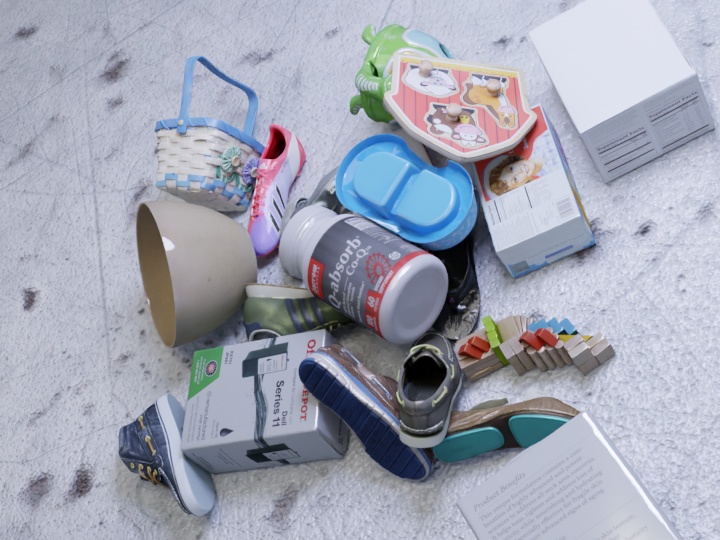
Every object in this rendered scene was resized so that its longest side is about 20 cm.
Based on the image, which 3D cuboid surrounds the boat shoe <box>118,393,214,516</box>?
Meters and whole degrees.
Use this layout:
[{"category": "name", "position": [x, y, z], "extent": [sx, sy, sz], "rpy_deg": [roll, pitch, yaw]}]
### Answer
[{"category": "boat shoe", "position": [-0.254, 0.257, 1.602], "extent": [0.091, 0.071, 0.201], "rpy_deg": [-35, 42, 6]}]

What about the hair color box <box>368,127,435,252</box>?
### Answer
[{"category": "hair color box", "position": [0.063, -0.091, 1.649], "extent": [0.110, 0.064, 0.201], "rpy_deg": [-28, 48, 8]}]

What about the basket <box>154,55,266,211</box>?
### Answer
[{"category": "basket", "position": [-0.213, -0.194, 1.811], "extent": [0.138, 0.176, 0.201], "rpy_deg": [-2, 77, 29]}]

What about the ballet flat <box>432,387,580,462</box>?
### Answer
[{"category": "ballet flat", "position": [0.175, 0.172, 1.416], "extent": [0.199, 0.068, 0.073], "rpy_deg": [-15, 35, 26]}]

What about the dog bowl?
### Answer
[{"category": "dog bowl", "position": [0.060, -0.093, 1.529], "extent": [0.199, 0.050, 0.112], "rpy_deg": [29, 82, 33]}]

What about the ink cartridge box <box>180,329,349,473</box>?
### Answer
[{"category": "ink cartridge box", "position": [-0.117, 0.167, 1.567], "extent": [0.199, 0.083, 0.147], "rpy_deg": [-11, 55, 23]}]

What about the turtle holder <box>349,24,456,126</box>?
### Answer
[{"category": "turtle holder", "position": [0.064, -0.269, 1.692], "extent": [0.131, 0.185, 0.142], "rpy_deg": [17, 82, 19]}]

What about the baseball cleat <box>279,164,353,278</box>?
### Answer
[{"category": "baseball cleat", "position": [-0.062, -0.086, 1.672], "extent": [0.200, 0.069, 0.107], "rpy_deg": [-54, 37, 27]}]

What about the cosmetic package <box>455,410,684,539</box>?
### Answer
[{"category": "cosmetic package", "position": [0.232, 0.286, 1.229], "extent": [0.167, 0.166, 0.200], "rpy_deg": [-35, 49, 4]}]

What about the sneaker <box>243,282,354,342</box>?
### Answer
[{"category": "sneaker", "position": [-0.065, 0.070, 1.623], "extent": [0.199, 0.067, 0.091], "rpy_deg": [5, 84, 21]}]

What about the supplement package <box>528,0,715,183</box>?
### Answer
[{"category": "supplement package", "position": [0.328, -0.244, 1.565], "extent": [0.155, 0.111, 0.201], "rpy_deg": [-27, 49, 12]}]

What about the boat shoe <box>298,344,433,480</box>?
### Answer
[{"category": "boat shoe", "position": [0.020, 0.160, 1.469], "extent": [0.200, 0.072, 0.072], "rpy_deg": [46, 45, 7]}]

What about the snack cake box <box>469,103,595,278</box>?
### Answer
[{"category": "snack cake box", "position": [0.211, -0.103, 1.568], "extent": [0.114, 0.067, 0.201], "rpy_deg": [-24, 51, 16]}]

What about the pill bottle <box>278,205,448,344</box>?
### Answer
[{"category": "pill bottle", "position": [0.000, 0.000, 1.515], "extent": [0.199, 0.116, 0.116], "rpy_deg": [29, 76, 36]}]

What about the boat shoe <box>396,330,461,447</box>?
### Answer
[{"category": "boat shoe", "position": [0.080, 0.124, 1.449], "extent": [0.072, 0.061, 0.202], "rpy_deg": [0, 30, 9]}]

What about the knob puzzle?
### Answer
[{"category": "knob puzzle", "position": [0.128, -0.210, 1.552], "extent": [0.218, 0.031, 0.220], "rpy_deg": [6, 45, -6]}]

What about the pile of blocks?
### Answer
[{"category": "pile of blocks", "position": [0.197, 0.078, 1.458], "extent": [0.199, 0.062, 0.083], "rpy_deg": [-6, 57, 27]}]

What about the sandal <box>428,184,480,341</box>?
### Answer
[{"category": "sandal", "position": [0.111, -0.014, 1.531], "extent": [0.075, 0.048, 0.202], "rpy_deg": [0, 85, 11]}]

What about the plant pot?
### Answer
[{"category": "plant pot", "position": [-0.218, -0.006, 1.694], "extent": [0.134, 0.201, 0.201], "rpy_deg": [-12, 45, -21]}]

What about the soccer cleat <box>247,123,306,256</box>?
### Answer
[{"category": "soccer cleat", "position": [-0.130, -0.115, 1.768], "extent": [0.066, 0.077, 0.201], "rpy_deg": [-3, 57, 32]}]
